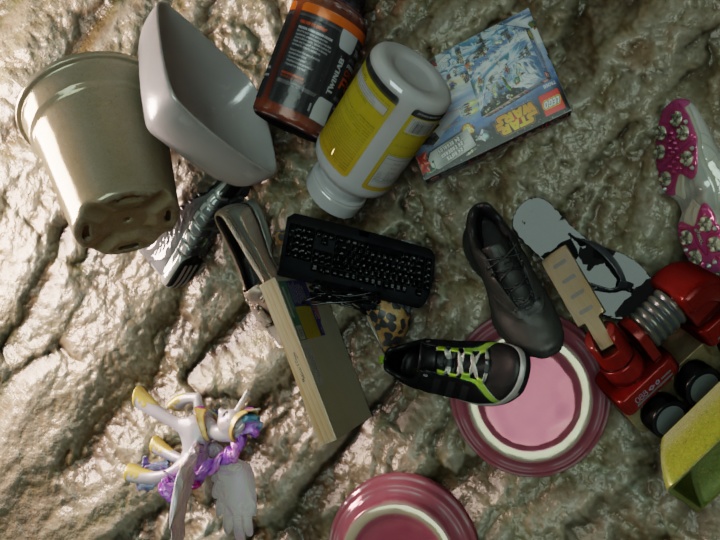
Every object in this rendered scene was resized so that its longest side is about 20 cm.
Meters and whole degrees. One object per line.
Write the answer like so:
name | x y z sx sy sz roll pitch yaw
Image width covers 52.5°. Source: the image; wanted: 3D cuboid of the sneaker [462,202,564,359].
sneaker | 0.171 0.009 0.851 0.075 0.091 0.203 -28 64 0

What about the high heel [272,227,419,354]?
high heel | -0.027 0.022 0.932 0.194 0.071 0.147 10 85 5

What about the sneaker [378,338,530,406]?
sneaker | 0.102 0.117 0.853 0.197 0.082 0.074 -8 71 44

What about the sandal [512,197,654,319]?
sandal | 0.265 -0.010 0.877 0.198 0.043 0.077 37 97 12

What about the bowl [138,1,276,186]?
bowl | -0.198 -0.202 0.902 0.074 0.199 0.203 -33 52 19

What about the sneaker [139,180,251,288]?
sneaker | -0.239 -0.087 0.990 0.115 0.075 0.202 39 98 14

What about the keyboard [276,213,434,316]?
keyboard | 0.000 0.000 0.876 0.195 0.040 0.107 12 78 -14

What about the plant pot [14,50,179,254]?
plant pot | -0.314 -0.133 0.922 0.197 0.200 0.187 -29 67 11

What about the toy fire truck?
toy fire truck | 0.309 0.047 0.802 0.176 0.129 0.200 -43 112 4

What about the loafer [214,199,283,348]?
loafer | -0.138 0.010 0.955 0.071 0.062 0.205 -24 84 46

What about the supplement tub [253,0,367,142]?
supplement tub | -0.056 -0.275 0.930 0.105 0.107 0.205 23 94 13

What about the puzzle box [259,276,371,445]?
puzzle box | -0.052 0.103 0.908 0.025 0.133 0.205 -24 82 19

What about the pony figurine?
pony figurine | -0.216 0.248 0.951 0.195 0.166 0.199 1 81 29

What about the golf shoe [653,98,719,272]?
golf shoe | 0.402 -0.101 0.842 0.089 0.075 0.206 -8 80 -16

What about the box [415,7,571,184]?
box | 0.146 -0.214 0.913 0.196 0.040 0.140 -23 83 12

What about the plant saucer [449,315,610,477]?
plant saucer | 0.204 0.150 0.886 0.195 0.051 0.207 0 88 14

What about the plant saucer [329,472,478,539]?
plant saucer | 0.051 0.361 0.912 0.195 0.051 0.207 0 88 14

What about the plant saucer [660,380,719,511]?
plant saucer | 0.402 0.162 0.782 0.200 0.199 0.048 -47 51 7

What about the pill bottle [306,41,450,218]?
pill bottle | 0.013 -0.161 0.881 0.112 0.111 0.201 47 127 11
